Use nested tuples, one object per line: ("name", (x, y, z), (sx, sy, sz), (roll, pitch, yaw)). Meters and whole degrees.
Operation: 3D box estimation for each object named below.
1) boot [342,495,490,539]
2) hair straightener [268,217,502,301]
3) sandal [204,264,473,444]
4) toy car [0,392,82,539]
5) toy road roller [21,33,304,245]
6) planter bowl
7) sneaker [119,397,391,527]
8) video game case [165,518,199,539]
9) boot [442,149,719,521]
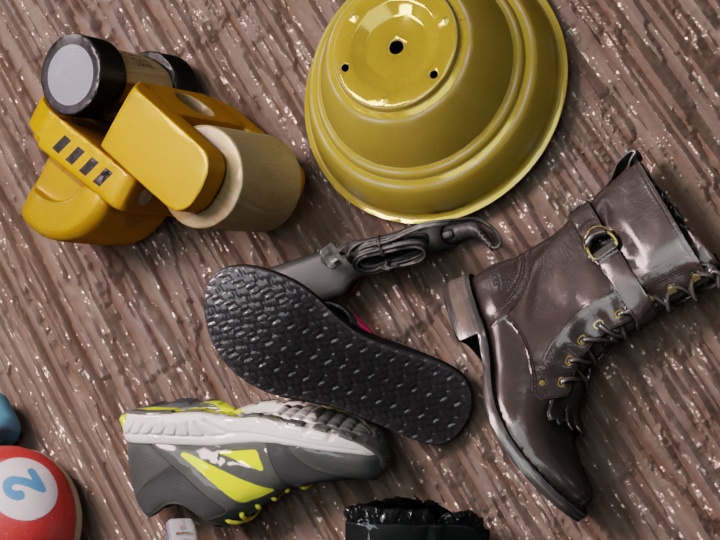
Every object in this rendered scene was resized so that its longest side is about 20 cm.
("boot", (0.000, 0.226, 1.050), (0.073, 0.196, 0.165), (8, 91, 56))
("hair straightener", (0.000, 0.000, 1.153), (0.198, 0.077, 0.041), (-13, 87, 16))
("sandal", (-0.018, 0.059, 1.141), (0.198, 0.045, 0.076), (26, 99, -7))
("toy car", (-0.303, 0.190, 1.161), (0.176, 0.200, 0.185), (-38, 69, 9))
("toy road roller", (-0.153, -0.066, 1.207), (0.199, 0.122, 0.147), (38, 107, 26))
("planter bowl", (0.037, -0.140, 1.158), (0.198, 0.083, 0.203), (-6, 73, 21))
("sneaker", (-0.071, 0.135, 1.164), (0.198, 0.074, 0.086), (3, 98, 21))
("video game case", (-0.111, 0.274, 1.067), (0.023, 0.182, 0.203), (0, 93, -8))
("boot", (0.157, 0.039, 1.088), (0.173, 0.069, 0.202), (-29, 68, 14))
